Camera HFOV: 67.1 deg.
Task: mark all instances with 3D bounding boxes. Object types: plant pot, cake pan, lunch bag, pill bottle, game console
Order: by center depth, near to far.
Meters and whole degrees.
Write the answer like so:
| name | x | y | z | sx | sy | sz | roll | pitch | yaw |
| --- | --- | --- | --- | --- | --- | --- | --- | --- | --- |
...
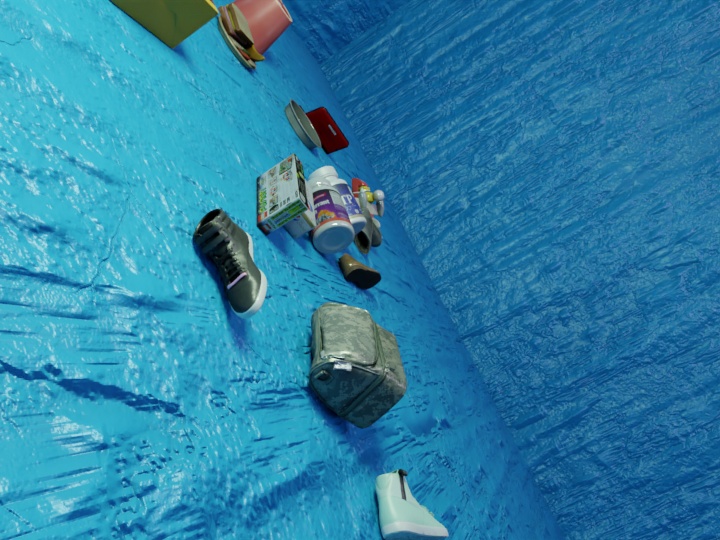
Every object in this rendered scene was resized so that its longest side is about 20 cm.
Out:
| name | x | y | z | sx | sy | sz | roll | pitch | yaw |
| --- | --- | --- | --- | --- | --- | --- | --- | --- | --- |
| lunch bag | -0.021 | 0.163 | 0.996 | 0.167 | 0.139 | 0.201 | 37 | 21 | -22 |
| pill bottle | -0.093 | -0.152 | 1.443 | 0.111 | 0.111 | 0.201 | 44 | 20 | -50 |
| pill bottle | -0.075 | -0.198 | 1.597 | 0.201 | 0.119 | 0.120 | 63 | 13 | 14 |
| plant pot | -0.352 | -0.896 | 1.927 | 0.201 | 0.176 | 0.201 | 55 | 14 | -21 |
| cake pan | -0.211 | -0.526 | 1.977 | 0.201 | 0.037 | 0.201 | 55 | 14 | -20 |
| game console | -0.148 | -0.588 | 2.200 | 0.200 | 0.171 | 0.120 | 50 | 42 | -37 |

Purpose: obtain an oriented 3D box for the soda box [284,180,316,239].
| name | x | y | z | sx | sy | sz | roll | pitch | yaw |
| --- | --- | --- | --- | --- | --- | --- | --- | --- | --- |
| soda box | -0.157 | -0.165 | 1.332 | 0.068 | 0.063 | 0.201 | 51 | 16 | -33 |

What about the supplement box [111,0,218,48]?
| name | x | y | z | sx | sy | sz | roll | pitch | yaw |
| --- | --- | --- | --- | --- | --- | --- | --- | --- | --- |
| supplement box | -0.426 | -0.611 | 1.101 | 0.201 | 0.132 | 0.197 | 64 | 13 | 13 |

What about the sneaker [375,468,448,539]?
| name | x | y | z | sx | sy | sz | roll | pitch | yaw |
| --- | --- | --- | --- | --- | --- | --- | --- | --- | --- |
| sneaker | 0.094 | 0.422 | 0.975 | 0.200 | 0.073 | 0.119 | 43 | 27 | -46 |

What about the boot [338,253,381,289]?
| name | x | y | z | sx | sy | sz | roll | pitch | yaw |
| --- | --- | --- | --- | --- | --- | --- | --- | --- | --- |
| boot | 0.000 | 0.000 | 1.584 | 0.076 | 0.073 | 0.200 | 55 | 11 | 28 |

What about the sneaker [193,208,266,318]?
| name | x | y | z | sx | sy | sz | roll | pitch | yaw |
| --- | --- | --- | --- | --- | --- | --- | --- | --- | --- |
| sneaker | -0.203 | -0.016 | 0.817 | 0.099 | 0.070 | 0.201 | 46 | 13 | -43 |

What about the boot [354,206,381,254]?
| name | x | y | z | sx | sy | sz | roll | pitch | yaw |
| --- | --- | --- | --- | --- | --- | --- | --- | --- | --- |
| boot | 0.029 | -0.117 | 1.940 | 0.183 | 0.072 | 0.201 | 59 | 12 | -29 |

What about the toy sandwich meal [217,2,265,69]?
| name | x | y | z | sx | sy | sz | roll | pitch | yaw |
| --- | --- | --- | --- | --- | --- | --- | --- | --- | --- |
| toy sandwich meal | -0.376 | -0.740 | 1.724 | 0.206 | 0.070 | 0.206 | 56 | 13 | -20 |

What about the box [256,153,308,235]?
| name | x | y | z | sx | sy | sz | roll | pitch | yaw |
| --- | --- | --- | --- | --- | --- | --- | --- | --- | --- |
| box | -0.172 | -0.169 | 1.174 | 0.035 | 0.109 | 0.201 | 50 | 16 | -36 |

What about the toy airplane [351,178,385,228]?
| name | x | y | z | sx | sy | sz | roll | pitch | yaw |
| --- | --- | --- | --- | --- | --- | --- | --- | --- | --- |
| toy airplane | 0.034 | -0.251 | 2.091 | 0.199 | 0.140 | 0.201 | 49 | 23 | -27 |
